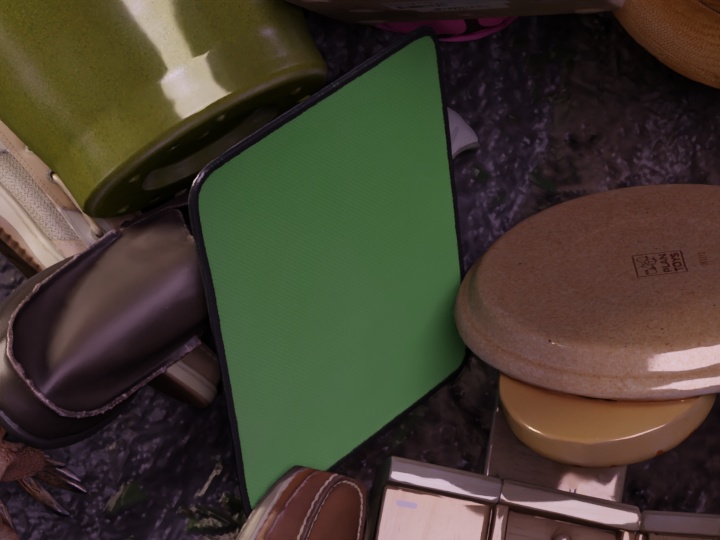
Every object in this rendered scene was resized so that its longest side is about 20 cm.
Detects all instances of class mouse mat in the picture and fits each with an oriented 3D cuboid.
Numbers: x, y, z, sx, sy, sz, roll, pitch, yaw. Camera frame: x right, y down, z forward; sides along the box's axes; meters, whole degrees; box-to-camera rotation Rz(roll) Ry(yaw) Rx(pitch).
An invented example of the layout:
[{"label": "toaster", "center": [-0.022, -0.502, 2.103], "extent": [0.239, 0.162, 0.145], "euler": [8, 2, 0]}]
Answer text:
[{"label": "mouse mat", "center": [-0.009, 0.003, 1.242], "extent": [0.008, 0.200, 0.161], "euler": [25, 46, 37]}]

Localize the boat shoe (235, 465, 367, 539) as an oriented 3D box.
[{"label": "boat shoe", "center": [-0.029, 0.193, 1.244], "extent": [0.074, 0.076, 0.200], "euler": [12, 84, 36]}]

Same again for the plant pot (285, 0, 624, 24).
[{"label": "plant pot", "center": [0.040, -0.205, 1.206], "extent": [0.199, 0.200, 0.178], "euler": [-1, 91, 13]}]

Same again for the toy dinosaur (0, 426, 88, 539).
[{"label": "toy dinosaur", "center": [-0.173, 0.153, 1.232], "extent": [0.086, 0.136, 0.200], "euler": [10, 108, -13]}]

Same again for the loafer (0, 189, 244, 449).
[{"label": "loafer", "center": [-0.094, 0.004, 1.210], "extent": [0.073, 0.071, 0.200], "euler": [49, 49, -2]}]

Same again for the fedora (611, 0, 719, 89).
[{"label": "fedora", "center": [0.208, -0.171, 1.296], "extent": [0.200, 0.082, 0.201], "euler": [-2, 79, 10]}]

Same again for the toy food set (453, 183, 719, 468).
[{"label": "toy food set", "center": [0.144, 0.017, 1.273], "extent": [0.198, 0.200, 0.049], "euler": [-14, 117, -12]}]

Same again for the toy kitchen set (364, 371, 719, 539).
[{"label": "toy kitchen set", "center": [0.119, 0.096, 1.248], "extent": [0.200, 0.180, 0.164], "euler": [12, 76, -8]}]

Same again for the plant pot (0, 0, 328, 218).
[{"label": "plant pot", "center": [-0.115, -0.136, 1.236], "extent": [0.200, 0.200, 0.193], "euler": [-30, 82, -14]}]

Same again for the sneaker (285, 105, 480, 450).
[{"label": "sneaker", "center": [0.000, 0.000, 1.302], "extent": [0.079, 0.074, 0.201], "euler": [24, 76, -11]}]

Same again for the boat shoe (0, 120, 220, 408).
[{"label": "boat shoe", "center": [-0.132, -0.018, 1.283], "extent": [0.200, 0.072, 0.065], "euler": [43, 76, 6]}]

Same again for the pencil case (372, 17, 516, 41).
[{"label": "pencil case", "center": [0.029, -0.216, 1.343], "extent": [0.094, 0.091, 0.201], "euler": [3, 76, -41]}]
